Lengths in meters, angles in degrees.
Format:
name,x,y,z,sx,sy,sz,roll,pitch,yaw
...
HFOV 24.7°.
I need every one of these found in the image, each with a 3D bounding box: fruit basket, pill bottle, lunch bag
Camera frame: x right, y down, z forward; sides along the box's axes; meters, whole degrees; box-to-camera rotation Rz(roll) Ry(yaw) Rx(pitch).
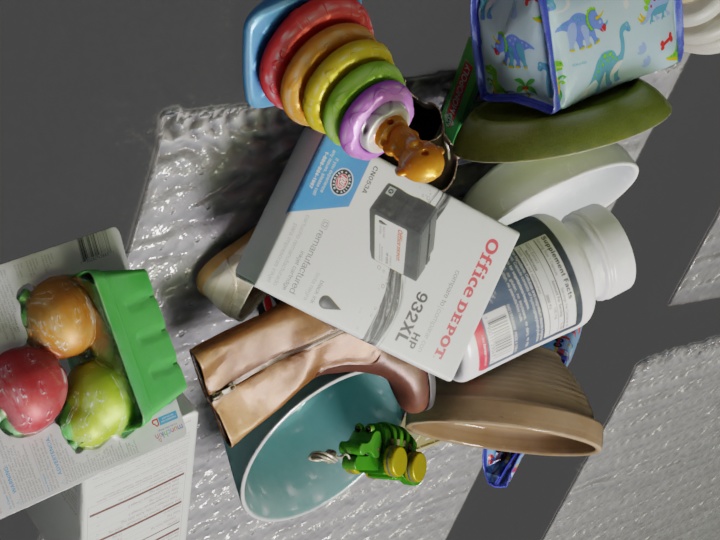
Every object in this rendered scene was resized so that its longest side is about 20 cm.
name,x,y,z,sx,sy,sz,roll,pitch,yaw
fruit basket,-0.248,0.080,1.314,0.199,0.187,0.093,-22,-177,-33
pill bottle,0.156,0.014,1.568,0.198,0.120,0.120,-23,144,-17
lunch bag,0.176,0.130,1.801,0.151,0.093,0.202,-57,161,-58
lunch bag,0.186,-0.257,1.423,0.169,0.127,0.202,-22,113,-33

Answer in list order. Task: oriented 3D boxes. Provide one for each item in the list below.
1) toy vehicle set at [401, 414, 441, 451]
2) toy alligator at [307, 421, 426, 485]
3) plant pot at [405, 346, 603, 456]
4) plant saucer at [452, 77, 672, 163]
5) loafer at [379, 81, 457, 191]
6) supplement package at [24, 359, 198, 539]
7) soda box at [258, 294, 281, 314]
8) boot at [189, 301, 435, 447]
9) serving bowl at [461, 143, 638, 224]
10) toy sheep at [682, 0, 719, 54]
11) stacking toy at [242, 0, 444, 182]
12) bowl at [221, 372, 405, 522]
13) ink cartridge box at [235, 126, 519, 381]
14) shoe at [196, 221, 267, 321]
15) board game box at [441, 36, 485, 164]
name,x,y,z,sx,sy,sz,roll,pitch,yaw
toy vehicle set,0.101,0.144,1.828,0.125,0.026,0.200,-51,167,11
toy alligator,0.012,0.172,1.604,0.199,0.059,0.055,25,69,-56
plant pot,0.147,0.124,1.640,0.200,0.199,0.094,27,68,-56
plant saucer,0.176,-0.141,1.461,0.198,0.199,0.031,-23,109,-29
loafer,0.042,-0.115,1.455,0.200,0.070,0.074,33,71,-57
supplement package,-0.227,0.173,1.474,0.116,0.117,0.201,-22,143,-30
soda box,0.000,0.000,1.572,0.198,0.063,0.071,-25,144,-25
boot,-0.038,0.098,1.486,0.199,0.068,0.190,-36,125,-19
serving bowl,0.175,-0.082,1.640,0.198,0.066,0.200,-24,166,-6
toy sheep,0.332,-0.267,1.565,0.138,0.138,0.200,-48,153,9
stacking toy,0.002,-0.132,1.289,0.115,0.200,0.110,-28,145,-23
bowl,-0.062,0.141,1.630,0.200,0.105,0.202,-29,146,-22
ink cartridge box,0.015,-0.014,1.414,0.198,0.084,0.146,27,88,-18
shoe,-0.059,-0.035,1.474,0.200,0.053,0.070,-44,149,-1
board game box,0.164,-0.175,1.581,0.198,0.029,0.136,-15,138,-37
